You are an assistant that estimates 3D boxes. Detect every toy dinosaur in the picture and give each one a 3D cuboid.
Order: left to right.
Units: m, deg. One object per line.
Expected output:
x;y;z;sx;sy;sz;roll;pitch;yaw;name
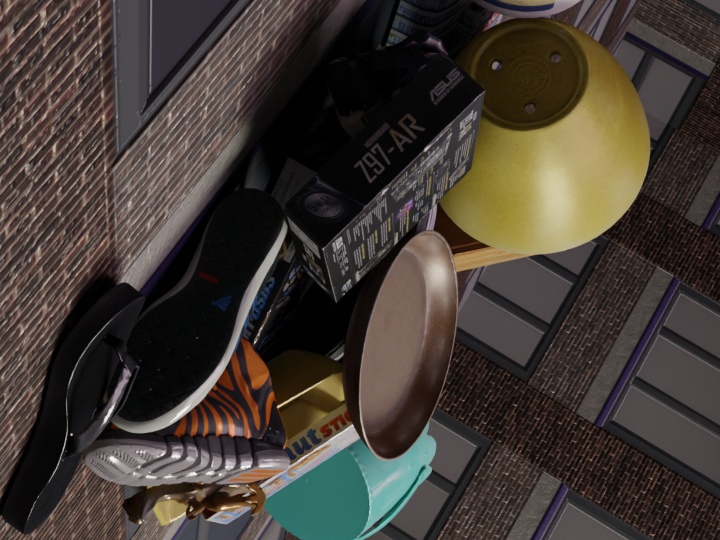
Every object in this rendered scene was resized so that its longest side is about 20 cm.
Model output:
-0.115;0.180;1.220;0.199;0.105;0.061;9;72;-54;toy dinosaur

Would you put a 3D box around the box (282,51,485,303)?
0.019;-0.063;1.078;0.160;0.044;0.200;-45;171;-7;box

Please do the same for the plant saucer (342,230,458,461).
0.032;0.062;1.250;0.200;0.032;0.202;-39;135;-54;plant saucer

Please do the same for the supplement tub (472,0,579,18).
0.136;-0.298;1.094;0.145;0.144;0.200;-57;171;-17;supplement tub

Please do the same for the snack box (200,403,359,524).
-0.056;0.171;1.334;0.199;0.024;0.072;-33;164;1;snack box

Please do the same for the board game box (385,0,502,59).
0.088;-0.236;1.309;0.200;0.061;0.201;-53;169;-39;board game box

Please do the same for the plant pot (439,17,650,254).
0.143;-0.133;1.213;0.201;0.199;0.142;-58;160;-12;plant pot

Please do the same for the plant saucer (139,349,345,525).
-0.108;0.141;1.279;0.199;0.049;0.200;-29;163;-12;plant saucer

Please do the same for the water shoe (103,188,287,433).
-0.109;0.037;1.033;0.201;0.071;0.079;-57;169;-20;water shoe

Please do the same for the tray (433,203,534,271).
0.078;-0.048;1.383;0.198;0.099;0.037;-12;149;-13;tray

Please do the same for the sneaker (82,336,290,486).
-0.139;0.103;1.106;0.077;0.113;0.199;-22;159;31;sneaker

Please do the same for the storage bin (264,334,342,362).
-0.021;0.061;1.465;0.201;0.145;0.134;-60;-178;4;storage bin

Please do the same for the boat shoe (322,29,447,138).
0.040;-0.135;1.168;0.092;0.075;0.200;-21;171;10;boat shoe

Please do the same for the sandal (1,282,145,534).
-0.175;0.091;0.932;0.201;0.043;0.076;-65;170;29;sandal

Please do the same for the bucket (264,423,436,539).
-0.029;0.217;1.709;0.135;0.206;0.208;-37;157;-49;bucket

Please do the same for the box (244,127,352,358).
-0.052;-0.023;1.251;0.200;0.049;0.200;-62;172;20;box

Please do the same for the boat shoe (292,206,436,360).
0.000;0.000;1.281;0.201;0.070;0.066;-53;175;6;boat shoe
